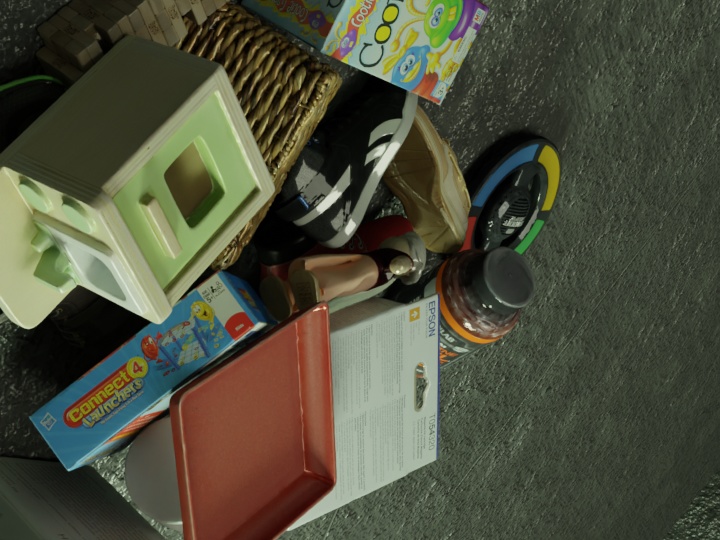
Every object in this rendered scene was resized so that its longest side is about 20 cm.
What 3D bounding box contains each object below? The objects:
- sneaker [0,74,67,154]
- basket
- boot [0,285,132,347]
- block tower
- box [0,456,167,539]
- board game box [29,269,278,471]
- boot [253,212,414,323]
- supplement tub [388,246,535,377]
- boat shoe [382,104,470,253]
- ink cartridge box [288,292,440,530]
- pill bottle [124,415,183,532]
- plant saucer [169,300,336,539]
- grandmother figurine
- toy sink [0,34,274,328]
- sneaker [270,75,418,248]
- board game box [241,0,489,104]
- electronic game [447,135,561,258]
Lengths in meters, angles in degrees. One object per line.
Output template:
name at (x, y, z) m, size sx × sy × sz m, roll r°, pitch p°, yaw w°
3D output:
sneaker at (-0.276, -0.055, 0.956) m, size 0.200 × 0.084 × 0.077 m, roll -52°, pitch 149°, yaw -4°
basket at (-0.125, -0.122, 1.116) m, size 0.201 × 0.148 × 0.143 m, roll -60°, pitch -179°, yaw 8°
boot at (-0.257, 0.027, 1.077) m, size 0.199 × 0.069 × 0.174 m, roll -35°, pitch 157°, yaw -8°
block tower at (-0.155, -0.210, 0.998) m, size 0.200 × 0.058 × 0.054 m, roll -45°, pitch 147°, yaw -18°
box at (-0.288, 0.302, 1.167) m, size 0.171 × 0.200 × 0.200 m, roll 20°, pitch 102°, yaw -55°
board game box at (-0.170, 0.085, 1.133) m, size 0.195 × 0.056 × 0.200 m, roll -37°, pitch 176°, yaw -1°
boot at (-0.022, -0.036, 1.330) m, size 0.199 × 0.072 × 0.145 m, roll -31°, pitch 140°, yaw -28°
supplement tub at (0.108, 0.042, 1.458) m, size 0.107 × 0.107 × 0.200 m, roll -25°, pitch 172°, yaw -39°
boat shoe at (0.070, -0.109, 1.387) m, size 0.069 × 0.073 × 0.201 m, roll -65°, pitch 147°, yaw -38°
ink cartridge box at (-0.007, 0.131, 1.277) m, size 0.199 × 0.043 × 0.198 m, roll -20°, pitch 120°, yaw -36°
pill bottle at (-0.151, 0.193, 1.240) m, size 0.113 × 0.113 × 0.200 m, roll -52°, pitch 168°, yaw -4°
plant saucer at (-0.094, 0.147, 1.124) m, size 0.200 × 0.037 × 0.201 m, roll -33°, pitch 129°, yaw -47°
grandmother figurine at (0.000, 0.000, 1.261) m, size 0.199 × 0.121 × 0.061 m, roll -20°, pitch 105°, yaw -51°
toy sink at (-0.172, -0.048, 0.933) m, size 0.200 × 0.112 × 0.131 m, roll -49°, pitch 142°, yaw -25°
sneaker at (-0.023, -0.133, 1.235) m, size 0.112 × 0.073 × 0.201 m, roll 32°, pitch 74°, yaw -33°
board game box at (0.009, -0.234, 1.148) m, size 0.200 × 0.105 × 0.103 m, roll 11°, pitch 111°, yaw -57°
electronic game at (0.178, -0.073, 1.585) m, size 0.200 × 0.042 × 0.201 m, roll -34°, pitch 143°, yaw -30°
